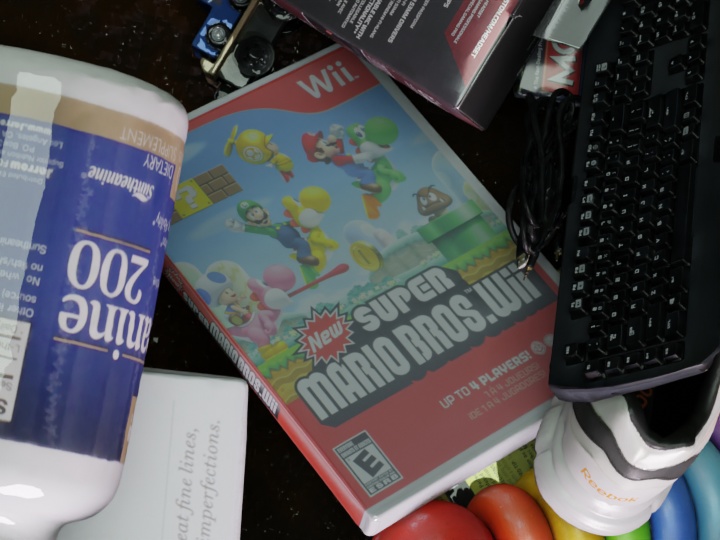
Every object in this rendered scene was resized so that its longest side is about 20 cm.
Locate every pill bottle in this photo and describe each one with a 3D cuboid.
[{"bbox_3d":[-0.132,0.027,0.840,0.110,0.111,0.202,11,84,-3],"label":"pill bottle"}]

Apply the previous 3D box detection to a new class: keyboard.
[{"bbox_3d":[0.096,-0.040,0.914,0.040,0.104,0.201,41,44,-35],"label":"keyboard"}]

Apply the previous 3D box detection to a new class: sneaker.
[{"bbox_3d":[0.134,0.009,0.933,0.073,0.080,0.201,24,62,-6],"label":"sneaker"}]

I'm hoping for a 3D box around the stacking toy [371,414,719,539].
[{"bbox_3d":[0.092,0.106,0.964,0.198,0.085,0.086,-8,86,-25],"label":"stacking toy"}]

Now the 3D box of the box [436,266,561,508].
[{"bbox_3d":[0.105,0.029,1.019,0.199,0.050,0.076,-36,88,-5],"label":"box"}]

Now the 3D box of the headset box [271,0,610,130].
[{"bbox_3d":[0.020,-0.163,0.964,0.199,0.075,0.149,32,94,13],"label":"headset box"}]

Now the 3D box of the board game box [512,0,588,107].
[{"bbox_3d":[0.129,-0.165,1.030,0.198,0.062,0.202,10,86,-1],"label":"board game box"}]

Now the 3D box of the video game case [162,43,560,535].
[{"bbox_3d":[0.000,0.000,0.970,0.142,0.018,0.200,-28,65,-28],"label":"video game case"}]

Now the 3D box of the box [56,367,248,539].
[{"bbox_3d":[-0.151,0.135,0.951,0.198,0.131,0.201,5,85,-3],"label":"box"}]

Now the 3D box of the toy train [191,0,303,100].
[{"bbox_3d":[-0.023,-0.165,1.034,0.046,0.034,0.201,28,84,3],"label":"toy train"}]
